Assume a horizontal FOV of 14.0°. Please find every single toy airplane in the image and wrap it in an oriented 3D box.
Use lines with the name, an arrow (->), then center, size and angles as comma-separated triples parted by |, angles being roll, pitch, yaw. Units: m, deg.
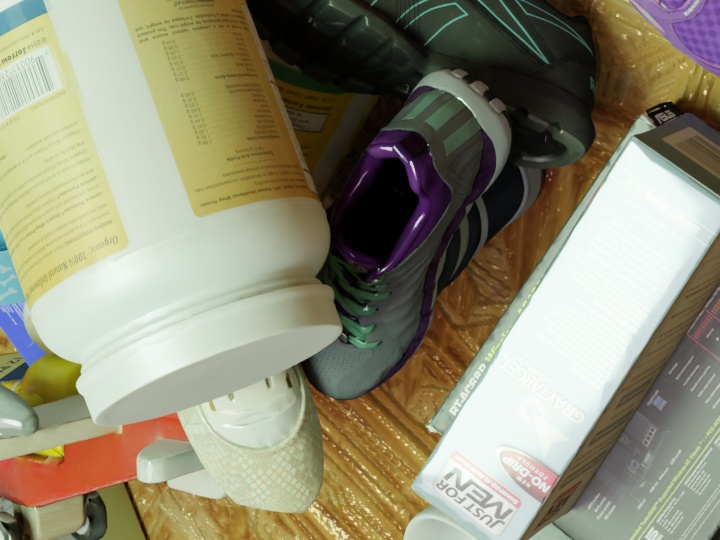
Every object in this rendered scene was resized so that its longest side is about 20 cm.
toy airplane -> -0.136, 0.067, 1.547 | 0.198, 0.200, 0.142 | -17, 86, 1

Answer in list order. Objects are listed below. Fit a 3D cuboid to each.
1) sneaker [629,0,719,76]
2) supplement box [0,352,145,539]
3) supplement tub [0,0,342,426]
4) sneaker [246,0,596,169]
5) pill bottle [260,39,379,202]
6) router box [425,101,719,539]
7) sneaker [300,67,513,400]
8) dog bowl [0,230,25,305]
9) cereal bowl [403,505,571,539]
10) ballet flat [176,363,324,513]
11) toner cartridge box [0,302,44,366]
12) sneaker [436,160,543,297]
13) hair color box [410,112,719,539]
sneaker -> 0.120, -0.162, 1.378 | 0.200, 0.088, 0.080 | 48, 129, 2
supplement box -> -0.247, 0.172, 1.766 | 0.199, 0.134, 0.201 | -8, 109, 36
supplement tub -> -0.099, -0.044, 1.346 | 0.144, 0.144, 0.201 | -29, 77, 40
sneaker -> 0.028, -0.120, 1.420 | 0.199, 0.080, 0.075 | 26, 155, -21
pill bottle -> -0.061, -0.076, 1.528 | 0.113, 0.113, 0.201 | 38, 129, 11
router box -> 0.149, 0.042, 1.443 | 0.150, 0.062, 0.201 | 38, 110, 11
sneaker -> -0.001, -0.007, 1.396 | 0.074, 0.087, 0.201 | 36, 129, 15
dog bowl -> -0.180, -0.061, 1.571 | 0.111, 0.201, 0.050 | 2, 135, 11
cereal bowl -> 0.112, 0.195, 1.550 | 0.200, 0.083, 0.201 | 48, 156, 29
ballet flat -> -0.069, 0.028, 1.443 | 0.062, 0.067, 0.201 | 147, 102, -84
toner cartridge box -> -0.182, -0.013, 1.687 | 0.095, 0.043, 0.201 | -34, 92, 39
sneaker -> 0.000, 0.000, 1.527 | 0.200, 0.108, 0.070 | -37, 92, 39
hair color box -> 0.110, 0.029, 1.368 | 0.060, 0.099, 0.201 | 35, 110, 13
